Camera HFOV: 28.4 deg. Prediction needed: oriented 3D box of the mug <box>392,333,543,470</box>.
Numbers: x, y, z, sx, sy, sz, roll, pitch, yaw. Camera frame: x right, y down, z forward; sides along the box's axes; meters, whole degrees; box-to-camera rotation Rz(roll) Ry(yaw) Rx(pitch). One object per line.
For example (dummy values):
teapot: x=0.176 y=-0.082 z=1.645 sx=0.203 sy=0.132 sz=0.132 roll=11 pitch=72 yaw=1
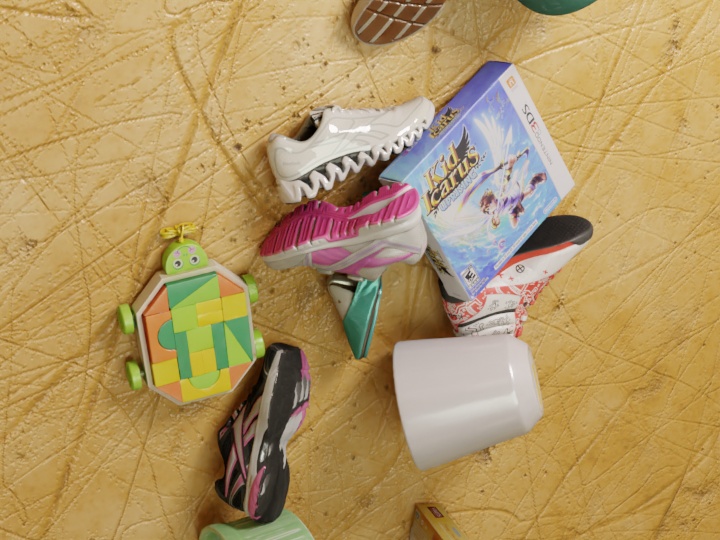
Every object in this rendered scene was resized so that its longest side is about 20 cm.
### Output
mug: x=0.130 y=0.135 z=1.648 sx=0.151 sy=0.187 sz=0.151 roll=-13 pitch=104 yaw=11

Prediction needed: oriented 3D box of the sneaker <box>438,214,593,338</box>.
sneaker: x=0.191 y=0.017 z=1.687 sx=0.200 sy=0.067 sz=0.109 roll=-25 pitch=124 yaw=-12

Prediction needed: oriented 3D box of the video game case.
video game case: x=0.135 y=-0.100 z=1.587 sx=0.200 sy=0.045 sz=0.182 roll=-47 pitch=124 yaw=-20

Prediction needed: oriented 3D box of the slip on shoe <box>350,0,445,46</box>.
slip on shoe: x=0.064 y=-0.318 z=1.481 sx=0.076 sy=0.061 sz=0.200 roll=26 pitch=120 yaw=-33

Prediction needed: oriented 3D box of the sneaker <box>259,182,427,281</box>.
sneaker: x=-0.015 y=-0.024 z=1.521 sx=0.198 sy=0.082 sz=0.089 roll=-9 pitch=127 yaw=28

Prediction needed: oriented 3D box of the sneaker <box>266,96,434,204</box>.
sneaker: x=-0.010 y=-0.146 z=1.522 sx=0.199 sy=0.075 sz=0.082 roll=-28 pitch=102 yaw=-17

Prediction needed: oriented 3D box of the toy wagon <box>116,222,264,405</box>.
toy wagon: x=-0.185 y=0.047 z=1.543 sx=0.154 sy=0.040 sz=0.202 roll=-14 pitch=117 yaw=-19

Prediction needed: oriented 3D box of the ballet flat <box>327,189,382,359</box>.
ballet flat: x=0.000 y=0.000 z=1.600 sx=0.070 sy=0.067 sz=0.202 roll=14 pitch=106 yaw=-4

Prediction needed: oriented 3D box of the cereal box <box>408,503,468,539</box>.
cereal box: x=0.094 y=0.413 z=1.770 sx=0.039 sy=0.144 sz=0.202 roll=1 pitch=111 yaw=-25

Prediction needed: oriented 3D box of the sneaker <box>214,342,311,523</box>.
sneaker: x=-0.122 y=0.177 z=1.609 sx=0.080 sy=0.086 sz=0.202 roll=23 pitch=79 yaw=-59

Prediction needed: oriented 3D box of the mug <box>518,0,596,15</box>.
mug: x=0.222 y=-0.356 z=1.483 sx=0.185 sy=0.152 sz=0.114 roll=-50 pitch=124 yaw=3

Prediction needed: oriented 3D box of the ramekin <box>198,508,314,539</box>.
ramekin: x=-0.102 y=0.373 z=1.636 sx=0.097 sy=0.200 sz=0.202 roll=-18 pitch=119 yaw=-24
